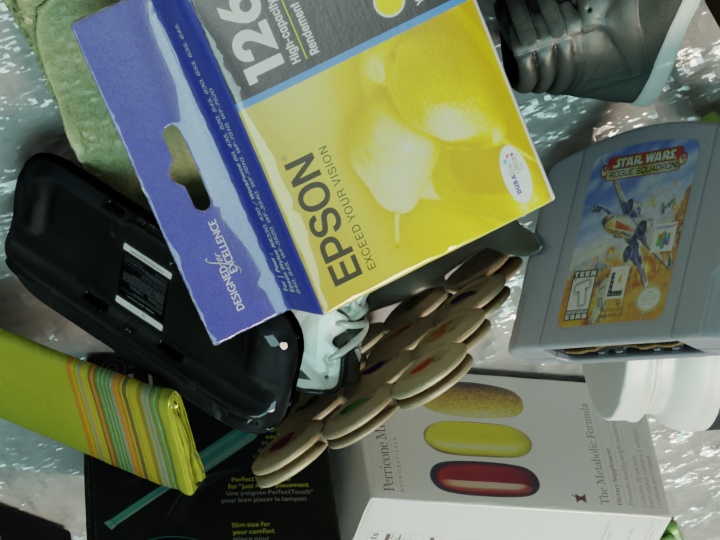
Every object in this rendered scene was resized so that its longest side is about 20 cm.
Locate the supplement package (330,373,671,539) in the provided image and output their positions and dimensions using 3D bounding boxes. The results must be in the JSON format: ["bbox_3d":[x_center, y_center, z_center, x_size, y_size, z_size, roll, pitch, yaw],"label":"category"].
[{"bbox_3d":[0.081,0.143,1.701,0.200,0.114,0.110,4,137,-16],"label":"supplement package"}]

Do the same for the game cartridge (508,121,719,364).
[{"bbox_3d":[0.162,-0.016,1.474,0.042,0.133,0.200,17,166,-31],"label":"game cartridge"}]

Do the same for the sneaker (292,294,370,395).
[{"bbox_3d":[0.000,0.000,1.501,0.200,0.076,0.115,-22,105,16],"label":"sneaker"}]

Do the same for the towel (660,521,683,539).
[{"bbox_3d":[0.183,0.265,1.912,0.149,0.031,0.200,-18,137,8],"label":"towel"}]

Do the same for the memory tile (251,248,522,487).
[{"bbox_3d":[0.018,0.052,1.549,0.153,0.200,0.017,-29,102,24],"label":"memory tile"}]

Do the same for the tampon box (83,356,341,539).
[{"bbox_3d":[-0.093,0.164,1.627,0.150,0.200,0.126,-1,137,-8],"label":"tampon box"}]

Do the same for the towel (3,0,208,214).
[{"bbox_3d":[-0.102,-0.113,1.452,0.148,0.037,0.200,-15,136,5],"label":"towel"}]

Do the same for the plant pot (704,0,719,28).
[{"bbox_3d":[0.293,-0.114,1.404,0.187,0.200,0.187,-5,137,-5],"label":"plant pot"}]

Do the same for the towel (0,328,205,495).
[{"bbox_3d":[-0.183,0.069,1.561,0.200,0.018,0.086,20,141,25],"label":"towel"}]

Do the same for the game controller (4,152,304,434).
[{"bbox_3d":[-0.118,0.013,1.486,0.200,0.042,0.104,32,130,16],"label":"game controller"}]

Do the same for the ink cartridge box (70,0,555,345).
[{"bbox_3d":[-0.022,-0.083,1.388,0.200,0.047,0.198,-28,110,-13],"label":"ink cartridge box"}]

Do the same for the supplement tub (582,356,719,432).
[{"bbox_3d":[0.242,0.025,1.585,0.200,0.140,0.140,-2,137,-9],"label":"supplement tub"}]

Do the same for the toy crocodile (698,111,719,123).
[{"bbox_3d":[0.289,-0.081,1.535,0.200,0.068,0.062,-8,137,-2],"label":"toy crocodile"}]

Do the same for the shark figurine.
[{"bbox_3d":[-0.001,0.014,1.570,0.214,0.090,0.128,-6,139,-2],"label":"shark figurine"}]

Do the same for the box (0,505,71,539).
[{"bbox_3d":[-0.320,0.237,1.723,0.197,0.117,0.200,25,126,-32],"label":"box"}]

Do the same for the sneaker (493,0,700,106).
[{"bbox_3d":[0.127,-0.160,1.416,0.099,0.071,0.200,-4,141,-13],"label":"sneaker"}]
